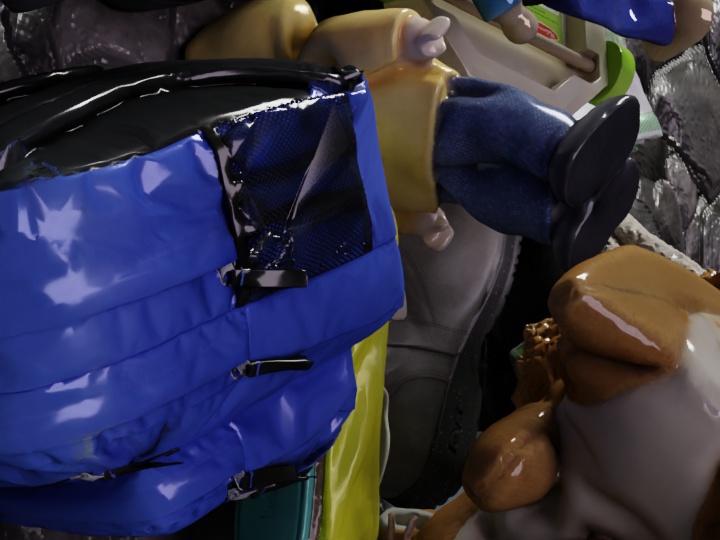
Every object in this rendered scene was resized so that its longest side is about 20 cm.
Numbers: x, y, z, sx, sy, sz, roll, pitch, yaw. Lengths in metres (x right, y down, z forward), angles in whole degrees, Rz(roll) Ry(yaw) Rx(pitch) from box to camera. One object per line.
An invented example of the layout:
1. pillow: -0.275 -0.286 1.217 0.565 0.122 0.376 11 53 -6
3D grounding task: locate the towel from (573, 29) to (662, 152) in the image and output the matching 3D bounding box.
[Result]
1. towel: 0.080 -0.150 1.073 0.149 0.031 0.200 -12 85 -50

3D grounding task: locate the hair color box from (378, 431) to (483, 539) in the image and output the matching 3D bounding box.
1. hair color box: 0.037 0.162 0.949 0.200 0.061 0.099 -42 112 -45

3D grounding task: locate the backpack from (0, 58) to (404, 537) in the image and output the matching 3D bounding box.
1. backpack: -0.096 0.012 0.756 0.200 0.162 0.168 -18 99 -49

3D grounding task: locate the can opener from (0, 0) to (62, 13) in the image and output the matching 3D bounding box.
1. can opener: -0.120 -0.122 0.762 0.200 0.066 0.053 -17 76 -7

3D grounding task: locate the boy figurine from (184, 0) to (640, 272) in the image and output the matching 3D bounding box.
1. boy figurine: 0.016 -0.061 0.891 0.064 0.200 0.125 -47 144 -32

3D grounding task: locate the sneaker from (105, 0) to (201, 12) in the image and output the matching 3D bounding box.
1. sneaker: -0.037 -0.148 0.898 0.200 0.104 0.060 -29 103 -47

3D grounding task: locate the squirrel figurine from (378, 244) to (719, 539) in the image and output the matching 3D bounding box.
1. squirrel figurine: 0.098 0.087 0.863 0.142 0.187 0.200 44 29 4

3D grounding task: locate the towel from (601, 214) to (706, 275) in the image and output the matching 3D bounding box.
1. towel: 0.154 0.031 1.031 0.034 0.200 0.133 -39 117 -3

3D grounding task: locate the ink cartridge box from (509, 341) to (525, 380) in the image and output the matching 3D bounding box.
1. ink cartridge box: 0.151 0.109 0.975 0.059 0.200 0.104 -29 129 -10

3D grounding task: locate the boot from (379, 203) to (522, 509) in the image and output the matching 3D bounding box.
1. boot: 0.000 0.000 0.943 0.131 0.068 0.200 27 61 -35

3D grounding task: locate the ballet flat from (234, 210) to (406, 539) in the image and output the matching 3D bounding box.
1. ballet flat: -0.012 0.031 0.866 0.067 0.067 0.201 11 81 -47

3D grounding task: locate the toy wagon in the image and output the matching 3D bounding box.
1. toy wagon: 0.063 -0.124 0.997 0.155 0.040 0.200 21 59 -37

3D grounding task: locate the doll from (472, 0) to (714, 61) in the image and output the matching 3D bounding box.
1. doll: 0.071 -0.157 0.954 0.200 0.048 0.137 15 52 -40
